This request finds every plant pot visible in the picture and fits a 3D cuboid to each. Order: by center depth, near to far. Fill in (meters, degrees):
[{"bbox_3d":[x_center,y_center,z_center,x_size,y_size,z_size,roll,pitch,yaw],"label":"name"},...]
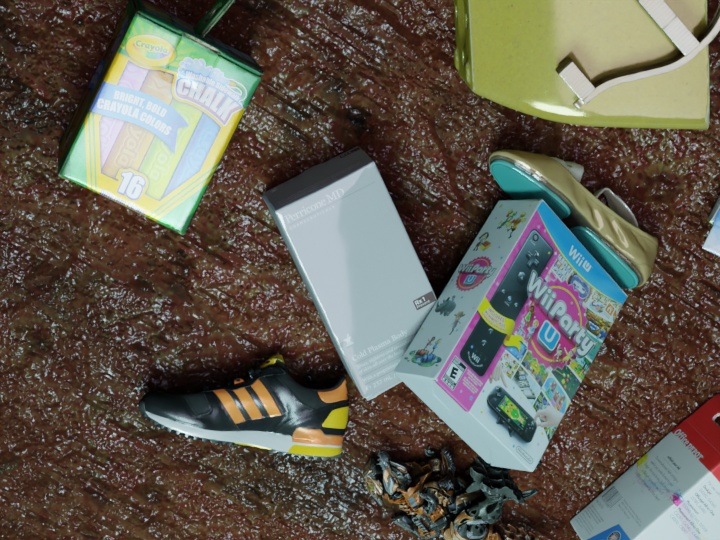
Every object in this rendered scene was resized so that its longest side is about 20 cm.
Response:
[{"bbox_3d":[0.181,-0.226,1.380,0.198,0.194,0.198,-6,105,-2],"label":"plant pot"}]

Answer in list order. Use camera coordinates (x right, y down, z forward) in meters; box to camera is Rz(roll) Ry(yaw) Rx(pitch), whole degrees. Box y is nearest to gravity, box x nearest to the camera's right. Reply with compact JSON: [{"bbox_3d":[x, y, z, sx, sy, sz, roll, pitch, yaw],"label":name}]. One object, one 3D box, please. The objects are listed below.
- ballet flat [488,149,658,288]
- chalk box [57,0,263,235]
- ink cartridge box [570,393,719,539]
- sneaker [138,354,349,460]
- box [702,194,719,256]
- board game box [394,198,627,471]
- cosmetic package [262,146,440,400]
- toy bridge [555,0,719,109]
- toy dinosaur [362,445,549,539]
[{"bbox_3d":[0.203,-0.063,1.495,0.200,0.068,0.063,41,67,-19],"label":"ballet flat"},{"bbox_3d":[-0.166,-0.156,1.369,0.123,0.124,0.201,25,98,-15],"label":"chalk box"},{"bbox_3d":[0.311,0.222,1.548,0.200,0.116,0.067,-42,106,4],"label":"ink cartridge box"},{"bbox_3d":[-0.106,0.119,1.486,0.198,0.070,0.091,12,87,-12],"label":"sneaker"},{"bbox_3d":[0.418,-0.089,1.505,0.121,0.048,0.202,25,100,4],"label":"box"},{"bbox_3d":[0.141,0.058,1.451,0.148,0.064,0.201,44,66,-29],"label":"board game box"},{"bbox_3d":[0.000,0.000,1.455,0.106,0.090,0.201,-28,110,-3],"label":"cosmetic package"},{"bbox_3d":[0.248,-0.199,1.278,0.200,0.027,0.067,-42,101,12],"label":"toy bridge"},{"bbox_3d":[0.105,0.220,1.540,0.198,0.103,0.136,17,125,-27],"label":"toy dinosaur"}]
